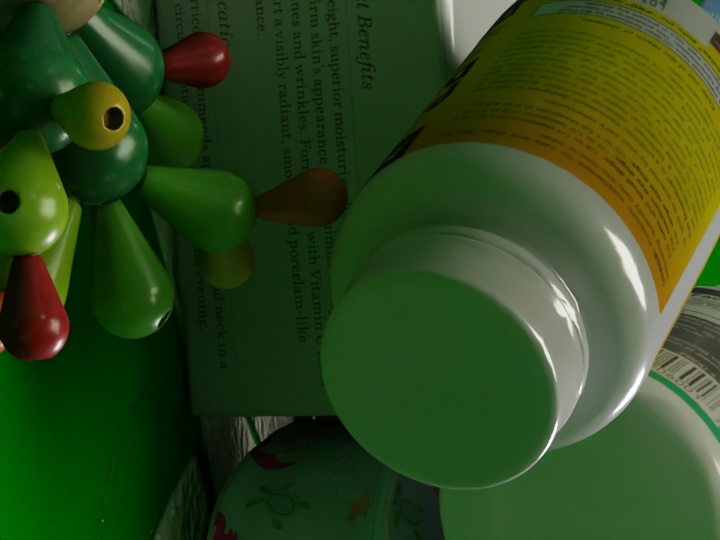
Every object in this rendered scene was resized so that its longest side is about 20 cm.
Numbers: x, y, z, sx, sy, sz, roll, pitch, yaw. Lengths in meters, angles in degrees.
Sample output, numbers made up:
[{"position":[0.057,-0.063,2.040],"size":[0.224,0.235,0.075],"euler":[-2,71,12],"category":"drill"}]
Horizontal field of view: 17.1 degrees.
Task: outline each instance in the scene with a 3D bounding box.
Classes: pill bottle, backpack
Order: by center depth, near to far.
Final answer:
[{"position":[0.059,-0.014,0.795],"size":[0.200,0.109,0.110],"euler":[-53,139,-53],"category":"pill bottle"},{"position":[0.119,0.069,0.915],"size":[0.200,0.113,0.114],"euler":[-21,107,-61],"category":"pill bottle"},{"position":[0.015,0.158,0.958],"size":[0.177,0.150,0.201],"euler":[-25,106,-66],"category":"backpack"}]

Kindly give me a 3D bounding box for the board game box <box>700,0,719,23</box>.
[{"position":[0.162,-0.037,1.369],"size":[0.151,0.036,0.200],"euler":[101,14,-67],"category":"board game box"}]

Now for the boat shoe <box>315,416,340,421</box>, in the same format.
[{"position":[0.000,0.000,1.147],"size":[0.068,0.072,0.201],"euler":[44,41,-51],"category":"boat shoe"}]

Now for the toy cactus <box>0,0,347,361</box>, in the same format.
[{"position":[-0.081,-0.059,0.728],"size":[0.200,0.102,0.166],"euler":[-35,111,-67],"category":"toy cactus"}]

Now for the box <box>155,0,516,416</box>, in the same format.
[{"position":[0.024,-0.051,0.990],"size":[0.200,0.130,0.200],"euler":[-11,98,-61],"category":"box"}]
